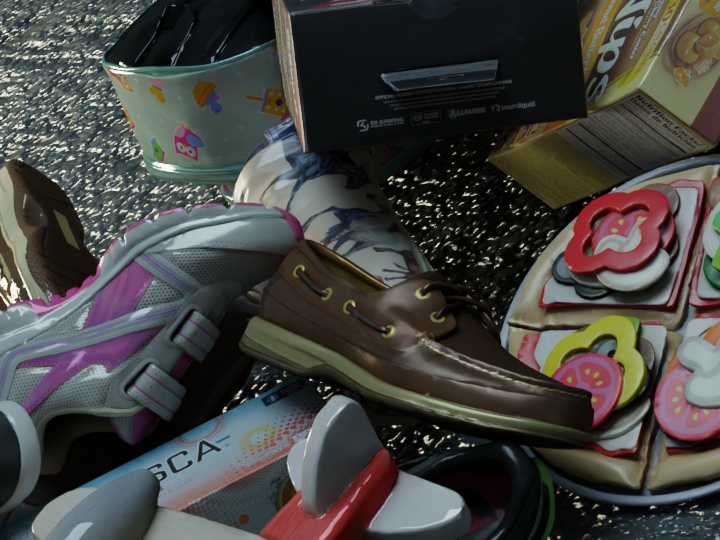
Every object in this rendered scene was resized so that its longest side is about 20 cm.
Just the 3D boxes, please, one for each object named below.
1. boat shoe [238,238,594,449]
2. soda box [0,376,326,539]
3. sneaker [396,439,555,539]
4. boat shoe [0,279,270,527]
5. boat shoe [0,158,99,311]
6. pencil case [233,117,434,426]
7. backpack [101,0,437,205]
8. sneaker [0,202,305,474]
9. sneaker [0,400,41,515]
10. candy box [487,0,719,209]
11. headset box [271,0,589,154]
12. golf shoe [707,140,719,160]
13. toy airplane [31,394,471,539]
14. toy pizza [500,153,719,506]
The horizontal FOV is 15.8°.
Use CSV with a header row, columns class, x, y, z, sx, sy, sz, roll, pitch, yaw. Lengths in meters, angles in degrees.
class,x,y,z,sx,sy,sz,roll,pitch,yaw
boat shoe,0.027,0.033,1.215,0.200,0.072,0.068,18,89,40
soda box,-0.095,0.131,1.264,0.199,0.064,0.068,-26,27,-6
sneaker,-0.004,0.129,1.159,0.199,0.084,0.077,-32,68,-12
boat shoe,-0.114,0.081,1.370,0.076,0.072,0.200,41,77,13
boat shoe,-0.197,0.013,1.563,0.075,0.075,0.203,-47,28,12
pencil case,0.000,0.000,1.366,0.090,0.078,0.200,-50,39,14
backpack,-0.047,-0.119,1.568,0.175,0.154,0.200,7,28,44
sneaker,-0.109,0.038,1.301,0.199,0.081,0.089,-31,70,10
sneaker,-0.247,0.126,1.284,0.099,0.071,0.200,-3,-28,-41
candy box,0.151,-0.107,1.386,0.116,0.055,0.200,-59,12,-17
headset box,0.033,-0.119,1.369,0.148,0.078,0.200,-8,14,-4
golf shoe,0.226,-0.069,1.358,0.092,0.073,0.200,-16,28,12
toy airplane,-0.049,0.138,1.055,0.199,0.141,0.200,-30,50,21
toy pizza,0.151,0.020,1.234,0.199,0.032,0.201,-18,47,21
